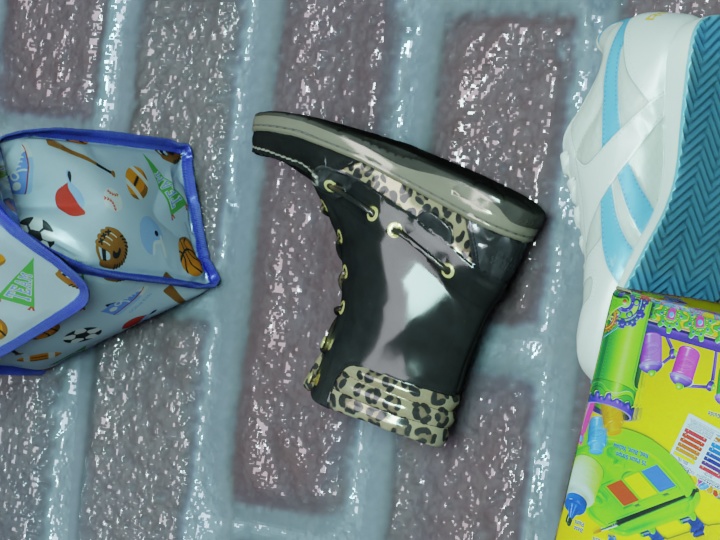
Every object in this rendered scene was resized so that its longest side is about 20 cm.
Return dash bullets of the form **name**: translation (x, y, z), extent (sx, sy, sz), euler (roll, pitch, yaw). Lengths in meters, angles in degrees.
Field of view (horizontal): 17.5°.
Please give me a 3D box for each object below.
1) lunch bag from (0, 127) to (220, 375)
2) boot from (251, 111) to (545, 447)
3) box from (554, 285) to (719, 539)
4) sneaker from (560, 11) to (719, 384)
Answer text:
- **lunch bag**: translation (-0.212, -0.008, 1.409), extent (0.169, 0.199, 0.125), euler (-26, 70, 31)
- **boot**: translation (0.000, 0.000, 1.333), extent (0.199, 0.073, 0.152), euler (22, 99, 31)
- **box**: translation (0.210, 0.127, 1.128), extent (0.199, 0.122, 0.194), euler (17, 95, 36)
- **sneaker**: translation (0.147, -0.036, 1.229), extent (0.080, 0.076, 0.202), euler (10, 85, 45)
